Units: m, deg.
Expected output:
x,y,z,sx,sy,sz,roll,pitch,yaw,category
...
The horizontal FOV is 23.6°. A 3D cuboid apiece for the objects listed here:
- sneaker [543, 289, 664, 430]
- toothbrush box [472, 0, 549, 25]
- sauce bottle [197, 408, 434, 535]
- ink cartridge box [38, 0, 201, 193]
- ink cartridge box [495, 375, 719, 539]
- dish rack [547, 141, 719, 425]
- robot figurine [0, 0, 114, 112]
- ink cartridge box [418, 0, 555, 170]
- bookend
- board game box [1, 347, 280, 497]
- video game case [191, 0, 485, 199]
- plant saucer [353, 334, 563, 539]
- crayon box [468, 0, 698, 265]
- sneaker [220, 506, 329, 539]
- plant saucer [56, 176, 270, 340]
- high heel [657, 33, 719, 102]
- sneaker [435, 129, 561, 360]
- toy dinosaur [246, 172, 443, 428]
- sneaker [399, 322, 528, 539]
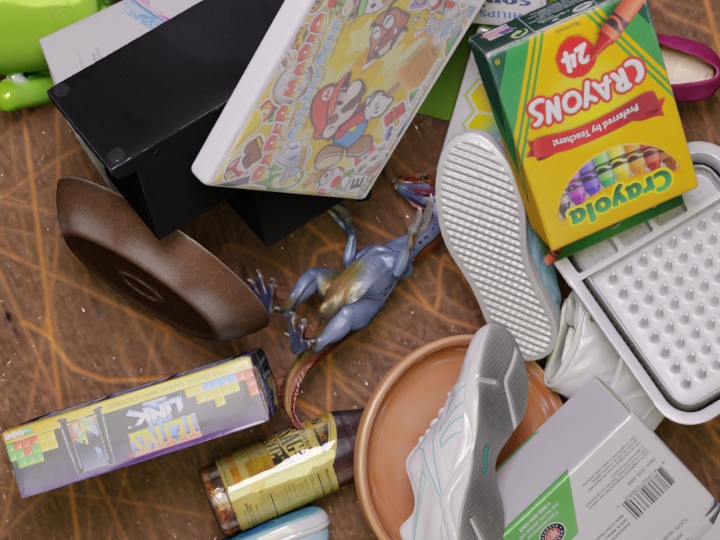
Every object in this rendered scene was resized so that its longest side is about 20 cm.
x,y,z,sx,sy,sz,roll,pitch,yaw,category
0.231,0.031,1.400,0.115,0.074,0.201,31,92,-17,sneaker
0.083,-0.289,1.324,0.145,0.086,0.201,7,55,9,toothbrush box
-0.034,0.152,1.418,0.199,0.066,0.066,-24,91,-9,sauce bottle
-0.133,-0.154,1.360,0.199,0.146,0.088,-27,58,-2,ink cartridge box
0.209,0.209,1.377,0.146,0.084,0.200,-43,113,2,ink cartridge box
0.260,0.013,1.353,0.171,0.044,0.200,-29,69,-10,dish rack
-0.269,-0.219,1.387,0.199,0.116,0.177,-4,103,1,robot figurine
0.083,-0.152,1.372,0.199,0.076,0.148,16,131,1,ink cartridge box
-0.102,-0.091,1.267,0.198,0.200,0.092,-33,59,-15,bookend
-0.167,0.118,1.368,0.199,0.165,0.057,-17,91,1,board game box
-0.008,-0.139,1.202,0.023,0.182,0.200,45,114,29,video game case
0.080,0.152,1.399,0.199,0.037,0.201,0,90,-26,plant saucer
0.173,-0.104,1.286,0.126,0.051,0.201,-24,117,-4,crayon box
-0.093,0.285,1.416,0.199,0.080,0.131,-28,89,10,sneaker
-0.163,0.000,1.347,0.200,0.200,0.037,33,74,0,plant saucer
0.194,-0.177,1.395,0.199,0.096,0.068,6,91,0,high heel
0.111,-0.029,1.381,0.073,0.082,0.201,-11,115,15,sneaker
0.000,0.000,1.409,0.181,0.201,0.105,-23,49,-34,toy dinosaur
0.075,0.132,1.334,0.070,0.080,0.201,37,58,-39,sneaker
